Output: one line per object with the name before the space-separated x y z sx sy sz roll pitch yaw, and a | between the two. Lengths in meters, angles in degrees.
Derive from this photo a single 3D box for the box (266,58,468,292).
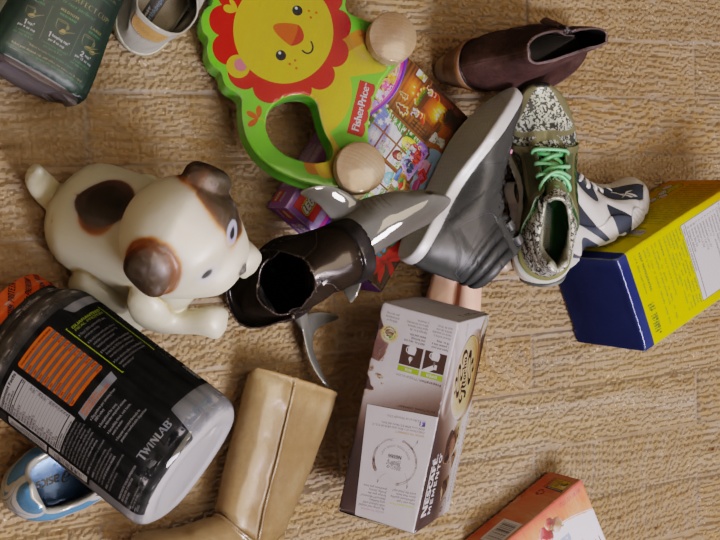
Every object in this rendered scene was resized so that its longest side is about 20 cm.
box | 0.016 -0.099 1.350 0.137 0.039 0.201 40 71 -28

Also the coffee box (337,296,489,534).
coffee box | 0.052 0.132 1.318 0.113 0.079 0.201 -4 107 -70

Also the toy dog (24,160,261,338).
toy dog | -0.164 -0.033 1.138 0.140 0.200 0.194 -49 117 -22

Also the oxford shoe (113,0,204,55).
oxford shoe | -0.149 -0.276 1.222 0.075 0.058 0.201 33 72 -26

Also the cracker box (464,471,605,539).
cracker box | 0.207 0.336 1.490 0.134 0.058 0.201 -34 111 -27

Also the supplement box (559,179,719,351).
supplement box | 0.321 -0.010 1.517 0.199 0.109 0.109 -30 108 -28

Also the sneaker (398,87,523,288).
sneaker | 0.123 -0.073 1.353 0.099 0.071 0.201 33 81 -22

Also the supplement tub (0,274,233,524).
supplement tub | -0.210 0.098 1.116 0.200 0.123 0.123 36 69 11

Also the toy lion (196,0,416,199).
toy lion | -0.058 -0.179 1.264 0.191 0.069 0.201 16 79 -13

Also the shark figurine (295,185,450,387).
shark figurine | -0.020 0.010 1.250 0.128 0.090 0.215 15 127 -34

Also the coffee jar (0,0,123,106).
coffee jar | -0.235 -0.244 1.148 0.104 0.085 0.201 30 77 -28

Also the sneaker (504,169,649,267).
sneaker | 0.219 -0.088 1.463 0.199 0.079 0.130 -29 108 -28

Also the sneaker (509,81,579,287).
sneaker | 0.187 -0.083 1.356 0.076 0.089 0.201 -4 92 -10

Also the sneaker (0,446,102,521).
sneaker | -0.209 0.154 1.196 0.199 0.072 0.072 -29 106 -30

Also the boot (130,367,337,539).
boot | -0.117 0.184 1.266 0.175 0.066 0.201 24 80 -45

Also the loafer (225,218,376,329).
loafer | -0.069 0.006 1.207 0.071 0.200 0.073 -24 87 -38

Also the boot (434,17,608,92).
boot | 0.190 -0.212 1.383 0.199 0.166 0.073 -15 98 -32

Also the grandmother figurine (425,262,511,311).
grandmother figurine | 0.105 -0.020 1.405 0.121 0.060 0.201 8 91 -42
